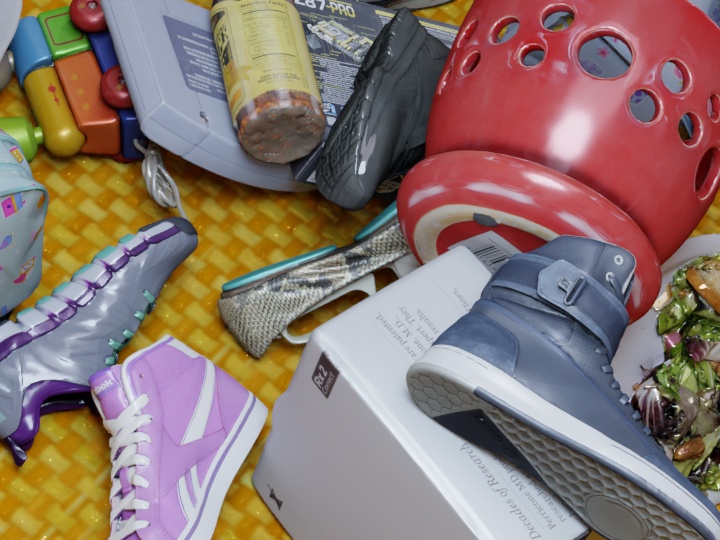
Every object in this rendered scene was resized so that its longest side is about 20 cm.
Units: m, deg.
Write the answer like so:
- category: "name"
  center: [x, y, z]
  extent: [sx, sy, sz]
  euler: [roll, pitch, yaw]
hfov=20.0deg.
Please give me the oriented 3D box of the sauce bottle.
- category: "sauce bottle"
  center: [-0.072, -0.167, 1.440]
  extent: [0.066, 0.066, 0.200]
  euler: [-1, 50, -17]

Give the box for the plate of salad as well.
- category: "plate of salad"
  center: [0.237, 0.075, 1.399]
  extent: [0.200, 0.200, 0.048]
  euler: [-23, 24, -29]

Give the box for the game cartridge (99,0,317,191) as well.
- category: "game cartridge"
  center: [-0.094, -0.124, 1.460]
  extent: [0.200, 0.041, 0.133]
  euler: [16, 42, -49]

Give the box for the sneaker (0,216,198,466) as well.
- category: "sneaker"
  center: [-0.175, 0.047, 1.364]
  extent: [0.200, 0.074, 0.088]
  euler: [-37, 83, -22]

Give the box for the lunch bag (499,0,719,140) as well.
- category: "lunch bag"
  center: [0.226, -0.172, 1.583]
  extent: [0.200, 0.127, 0.170]
  euler: [43, 52, -19]

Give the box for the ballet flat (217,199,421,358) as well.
- category: "ballet flat"
  center: [0.000, 0.000, 1.415]
  extent: [0.200, 0.068, 0.075]
  euler: [-29, 95, 0]

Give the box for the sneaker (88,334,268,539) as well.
- category: "sneaker"
  center: [-0.143, 0.125, 1.290]
  extent: [0.114, 0.073, 0.201]
  euler: [43, 40, -18]

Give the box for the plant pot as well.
- category: "plant pot"
  center: [0.134, -0.071, 1.316]
  extent: [0.200, 0.201, 0.183]
  euler: [24, 62, 1]

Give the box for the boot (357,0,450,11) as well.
- category: "boot"
  center: [0.010, -0.259, 1.567]
  extent: [0.203, 0.154, 0.074]
  euler: [-17, 62, -26]

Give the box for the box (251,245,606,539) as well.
- category: "box"
  center: [0.053, 0.130, 1.283]
  extent: [0.131, 0.199, 0.200]
  euler: [-29, 69, -30]

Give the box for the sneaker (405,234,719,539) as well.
- category: "sneaker"
  center: [0.148, 0.067, 1.183]
  extent: [0.202, 0.077, 0.146]
  euler: [35, 56, 9]

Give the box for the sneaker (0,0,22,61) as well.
- category: "sneaker"
  center: [-0.317, -0.127, 1.427]
  extent: [0.112, 0.073, 0.200]
  euler: [22, 83, 40]

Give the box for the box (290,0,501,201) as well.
- category: "box"
  center: [0.031, -0.122, 1.509]
  extent: [0.200, 0.049, 0.161]
  euler: [9, 51, -31]

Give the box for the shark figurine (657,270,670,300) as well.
- category: "shark figurine"
  center: [0.119, 0.029, 1.467]
  extent: [0.214, 0.128, 0.089]
  euler: [12, 15, 24]

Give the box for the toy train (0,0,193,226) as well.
- category: "toy train"
  center: [-0.204, -0.097, 1.444]
  extent: [0.115, 0.085, 0.200]
  euler: [-17, 62, -14]

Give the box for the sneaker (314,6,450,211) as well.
- category: "sneaker"
  center: [0.033, -0.103, 1.400]
  extent: [0.091, 0.076, 0.200]
  euler: [32, 43, -7]

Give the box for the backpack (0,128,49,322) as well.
- category: "backpack"
  center: [-0.272, -0.031, 1.296]
  extent: [0.167, 0.200, 0.127]
  euler: [-33, 67, -33]
